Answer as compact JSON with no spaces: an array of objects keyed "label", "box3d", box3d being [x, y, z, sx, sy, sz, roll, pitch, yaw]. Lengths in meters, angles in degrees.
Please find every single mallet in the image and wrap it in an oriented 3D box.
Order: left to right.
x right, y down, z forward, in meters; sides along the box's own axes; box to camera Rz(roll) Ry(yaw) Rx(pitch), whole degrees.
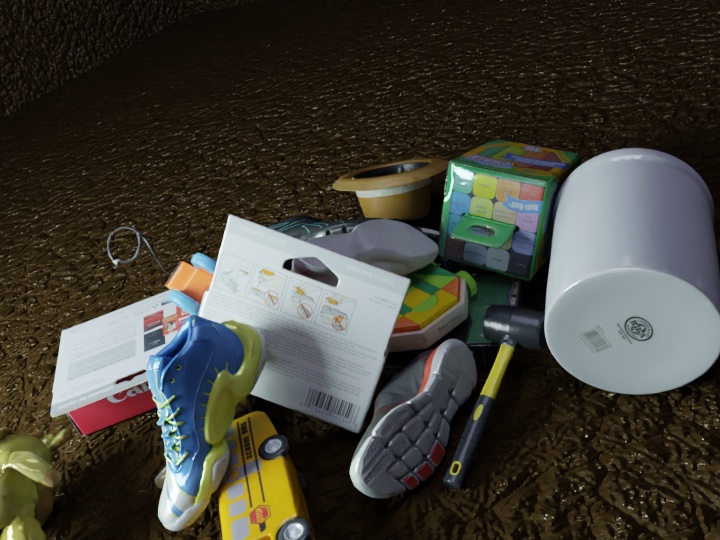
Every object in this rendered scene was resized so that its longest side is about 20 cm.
[{"label":"mallet","box3d":[0.120,0.117,0.694,0.066,0.041,0.200,17,62,38]}]

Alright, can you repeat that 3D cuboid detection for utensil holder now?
[{"label":"utensil holder","box3d":[0.276,-0.001,0.710,0.169,0.171,0.200,-3,36,22]}]

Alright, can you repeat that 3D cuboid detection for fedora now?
[{"label":"fedora","box3d":[0.053,-0.116,1.060,0.199,0.082,0.201,-9,14,2]}]

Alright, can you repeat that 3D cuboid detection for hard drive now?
[{"label":"hard drive","box3d":[0.088,0.058,0.836,0.199,0.038,0.140,-4,34,23]}]

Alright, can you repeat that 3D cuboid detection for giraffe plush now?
[{"label":"giraffe plush","box3d":[-0.369,0.231,0.705,0.171,0.202,0.162,10,3,-12]}]

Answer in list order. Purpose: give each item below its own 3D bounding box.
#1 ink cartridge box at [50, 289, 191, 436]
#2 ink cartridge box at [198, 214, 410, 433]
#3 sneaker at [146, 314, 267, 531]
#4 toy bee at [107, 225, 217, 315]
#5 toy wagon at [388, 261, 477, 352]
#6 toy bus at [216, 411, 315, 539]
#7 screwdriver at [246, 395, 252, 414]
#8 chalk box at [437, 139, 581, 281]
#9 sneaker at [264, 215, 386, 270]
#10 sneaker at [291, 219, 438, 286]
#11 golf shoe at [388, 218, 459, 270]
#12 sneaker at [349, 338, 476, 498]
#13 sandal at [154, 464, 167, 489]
[{"label":"ink cartridge box","box3d":[-0.273,0.119,0.882,0.199,0.084,0.176,-21,34,-4]},{"label":"ink cartridge box","box3d":[-0.065,0.053,0.724,0.199,0.175,0.044,20,12,4]},{"label":"sneaker","box3d":[-0.168,0.133,0.657,0.076,0.105,0.201,-9,57,56]},{"label":"toy bee","box3d":[-0.183,0.017,0.828,0.131,0.109,0.200,-39,75,-8]},{"label":"toy wagon","box3d":[0.034,0.032,0.831,0.155,0.040,0.200,-33,34,-23]},{"label":"toy bus","box3d":[-0.087,0.219,0.649,0.078,0.065,0.200,-22,32,-5]},{"label":"screwdriver","box3d":[-0.137,0.149,0.832,0.029,0.028,0.201,-42,34,18]},{"label":"chalk box","box3d":[0.174,-0.075,0.847,0.124,0.125,0.200,17,26,24]},{"label":"sneaker","box3d":[-0.055,-0.042,0.872,0.198,0.076,0.080,-10,43,5]},{"label":"sneaker","box3d":[0.000,0.000,0.799,0.199,0.089,0.075,-11,43,-36]},{"label":"golf shoe","box3d":[0.053,-0.042,0.971,0.199,0.078,0.095,2,36,27]},{"label":"sneaker","box3d":[0.044,0.149,0.705,0.082,0.077,0.200,-15,20,46]},{"label":"sandal","box3d":[-0.174,0.147,0.768,0.054,0.082,0.201,29,56,-3]}]
